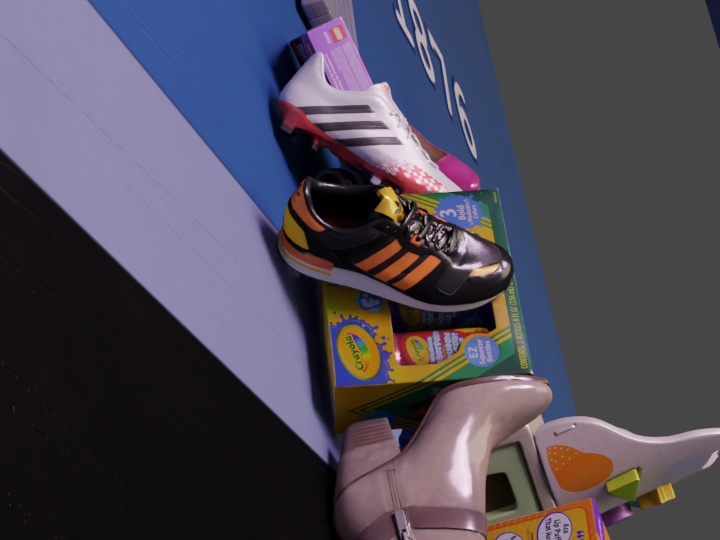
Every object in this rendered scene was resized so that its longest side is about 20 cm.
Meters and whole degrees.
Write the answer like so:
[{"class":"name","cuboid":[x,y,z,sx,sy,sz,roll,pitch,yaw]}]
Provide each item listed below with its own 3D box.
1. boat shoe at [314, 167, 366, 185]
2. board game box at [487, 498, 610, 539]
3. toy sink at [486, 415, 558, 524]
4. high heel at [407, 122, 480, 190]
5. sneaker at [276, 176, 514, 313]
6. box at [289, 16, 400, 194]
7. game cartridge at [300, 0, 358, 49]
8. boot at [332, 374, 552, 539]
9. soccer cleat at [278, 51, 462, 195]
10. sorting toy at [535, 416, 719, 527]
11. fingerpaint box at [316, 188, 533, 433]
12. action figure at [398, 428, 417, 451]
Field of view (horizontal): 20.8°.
[{"class":"boat shoe","cuboid":[0.000,0.000,1.780,0.201,0.072,0.071,65,18,11]},{"class":"board game box","cuboid":[0.124,0.337,1.523,0.201,0.198,0.201,-91,161,-52]},{"class":"toy sink","cuboid":[0.133,0.235,1.903,0.112,0.129,0.202,-74,147,-70]},{"class":"high heel","cuboid":[0.044,-0.128,1.938,0.200,0.067,0.097,28,-41,54]},{"class":"sneaker","cuboid":[0.033,-0.025,1.590,0.090,0.198,0.070,106,-6,-53]},{"class":"box","cuboid":[-0.002,-0.136,1.841,0.202,0.039,0.137,65,-7,-6]},{"class":"game cartridge","cuboid":[-0.041,-0.312,2.085,0.130,0.038,0.201,55,21,-47]},{"class":"boot","cuboid":[0.073,0.168,1.545,0.071,0.198,0.147,75,-2,-47]},{"class":"soccer cleat","cuboid":[0.021,-0.119,1.741,0.199,0.086,0.069,30,1,-1]},{"class":"sorting toy","cuboid":[0.279,0.184,1.894,0.200,0.178,0.108,26,48,-74]},{"class":"fingerpaint box","cuboid":[0.048,0.031,1.659,0.074,0.165,0.201,93,-7,-52]},{"class":"action figure","cuboid":[0.040,0.165,1.732,0.200,0.051,0.066,69,29,-68]}]
